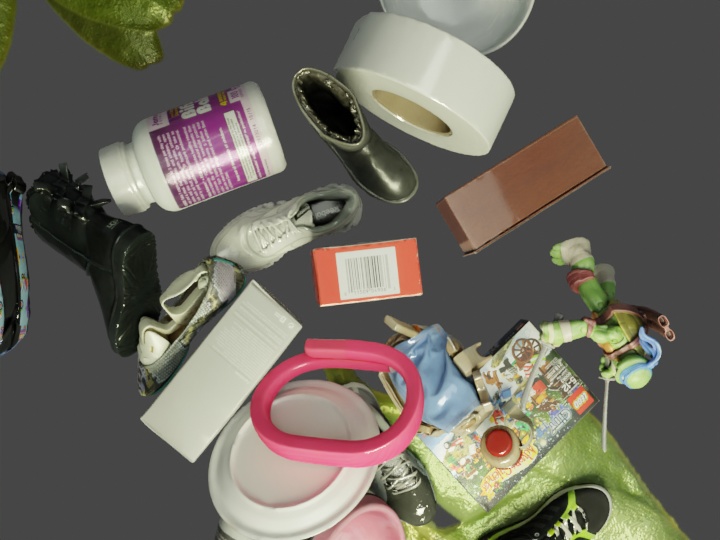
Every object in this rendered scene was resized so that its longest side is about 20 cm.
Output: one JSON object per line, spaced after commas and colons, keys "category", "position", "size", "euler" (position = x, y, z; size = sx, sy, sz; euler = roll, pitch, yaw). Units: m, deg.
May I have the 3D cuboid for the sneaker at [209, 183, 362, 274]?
{"category": "sneaker", "position": [-0.090, -0.053, 0.957], "size": [0.198, 0.081, 0.076], "euler": [-25, 94, -3]}

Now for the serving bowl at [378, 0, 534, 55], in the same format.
{"category": "serving bowl", "position": [0.112, -0.351, 0.981], "size": [0.197, 0.066, 0.204], "euler": [0, 90, -6]}

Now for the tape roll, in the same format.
{"category": "tape roll", "position": [0.072, -0.209, 0.910], "size": [0.200, 0.202, 0.072], "euler": [27, 89, -4]}

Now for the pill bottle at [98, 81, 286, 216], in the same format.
{"category": "pill bottle", "position": [-0.195, -0.136, 0.930], "size": [0.198, 0.112, 0.114], "euler": [-21, 92, -5]}

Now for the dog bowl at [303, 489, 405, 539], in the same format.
{"category": "dog bowl", "position": [-0.024, 0.338, 0.906], "size": [0.199, 0.073, 0.203], "euler": [-11, 104, -48]}

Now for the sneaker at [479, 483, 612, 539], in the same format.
{"category": "sneaker", "position": [0.233, 0.336, 0.982], "size": [0.198, 0.083, 0.072], "euler": [-29, 93, -4]}

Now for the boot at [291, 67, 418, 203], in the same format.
{"category": "boot", "position": [0.001, -0.147, 0.903], "size": [0.181, 0.200, 0.073], "euler": [38, 87, -4]}

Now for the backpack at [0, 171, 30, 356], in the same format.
{"category": "backpack", "position": [-0.450, 0.000, 0.883], "size": [0.132, 0.183, 0.203], "euler": [-5, 102, 3]}

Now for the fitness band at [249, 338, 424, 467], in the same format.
{"category": "fitness band", "position": [-0.026, 0.144, 0.877], "size": [0.197, 0.038, 0.145], "euler": [1, 50, 20]}

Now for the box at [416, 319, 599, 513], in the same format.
{"category": "box", "position": [0.181, 0.180, 1.000], "size": [0.200, 0.038, 0.137], "euler": [-44, 93, -4]}

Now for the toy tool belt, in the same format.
{"category": "toy tool belt", "position": [0.102, 0.138, 0.915], "size": [0.125, 0.123, 0.200], "euler": [-42, 59, -3]}

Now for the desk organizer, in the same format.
{"category": "desk organizer", "position": [0.197, -0.103, 0.986], "size": [0.198, 0.072, 0.078], "euler": [-32, 90, -4]}

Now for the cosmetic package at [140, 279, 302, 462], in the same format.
{"category": "cosmetic package", "position": [-0.158, 0.114, 0.937], "size": [0.090, 0.107, 0.200], "euler": [42, 85, -3]}

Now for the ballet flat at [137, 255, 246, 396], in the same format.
{"category": "ballet flat", "position": [-0.218, 0.059, 0.933], "size": [0.072, 0.072, 0.201], "euler": [40, 100, -4]}

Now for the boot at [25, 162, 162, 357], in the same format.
{"category": "boot", "position": [-0.313, -0.012, 0.929], "size": [0.161, 0.200, 0.073], "euler": [30, 43, 20]}

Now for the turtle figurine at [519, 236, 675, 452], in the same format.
{"category": "turtle figurine", "position": [0.259, 0.075, 0.945], "size": [0.142, 0.201, 0.196], "euler": [10, 47, -12]}

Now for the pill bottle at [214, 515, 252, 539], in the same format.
{"category": "pill bottle", "position": [-0.123, 0.341, 0.937], "size": [0.109, 0.111, 0.203], "euler": [15, 89, -5]}

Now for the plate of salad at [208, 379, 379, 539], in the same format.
{"category": "plate of salad", "position": [-0.072, 0.210, 0.884], "size": [0.198, 0.201, 0.048], "euler": [-22, 133, -4]}

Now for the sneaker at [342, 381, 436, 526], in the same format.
{"category": "sneaker", "position": [0.029, 0.231, 0.948], "size": [0.075, 0.115, 0.201], "euler": [-34, 92, -4]}

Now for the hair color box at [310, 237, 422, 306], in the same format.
{"category": "hair color box", "position": [0.000, 0.000, 0.903], "size": [0.109, 0.200, 0.065], "euler": [-7, 90, -5]}
